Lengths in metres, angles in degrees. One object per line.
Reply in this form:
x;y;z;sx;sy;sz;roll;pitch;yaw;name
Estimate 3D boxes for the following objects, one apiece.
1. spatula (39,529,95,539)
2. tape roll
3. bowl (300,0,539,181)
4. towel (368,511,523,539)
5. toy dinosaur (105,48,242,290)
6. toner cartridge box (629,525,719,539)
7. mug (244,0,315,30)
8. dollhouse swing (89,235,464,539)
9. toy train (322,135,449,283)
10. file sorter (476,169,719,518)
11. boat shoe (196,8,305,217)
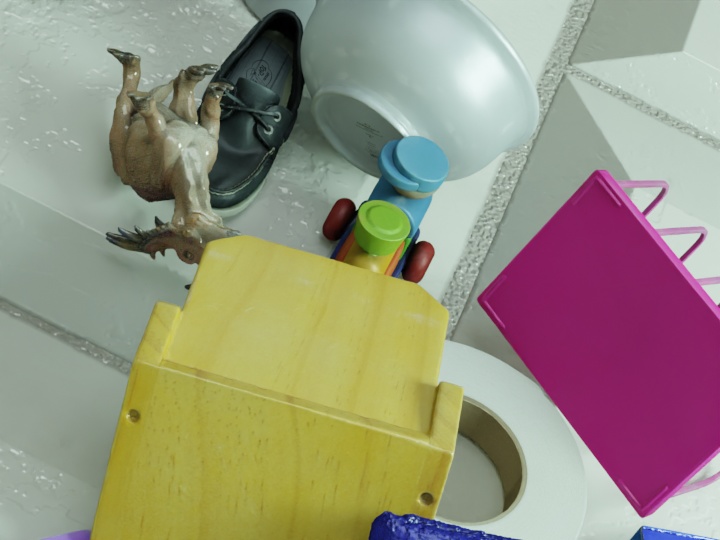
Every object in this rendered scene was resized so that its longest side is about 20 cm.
-0.150;0.247;1.090;0.056;0.021;0.200;-7;57;-33;spatula
0.058;0.136;1.260;0.202;0.037;0.203;11;50;-14;tape roll
0.026;-0.130;1.376;0.201;0.201;0.090;35;66;7;bowl
0.056;0.252;1.085;0.147;0.050;0.201;13;86;-13;towel
-0.145;-0.076;1.314;0.086;0.136;0.200;2;22;-21;toy dinosaur
0.229;0.271;1.217;0.095;0.043;0.200;12;49;-13;toner cartridge box
-0.012;-0.297;1.506;0.149;0.153;0.187;14;48;-11;mug
-0.047;0.100;1.188;0.199;0.182;0.176;15;17;-2;dollhouse swing
0.000;0.000;1.292;0.084;0.116;0.200;28;47;1;toy train
0.214;0.047;1.317;0.125;0.139;0.200;-5;53;-53;file sorter
-0.083;-0.126;1.393;0.074;0.066;0.200;27;47;0;boat shoe
